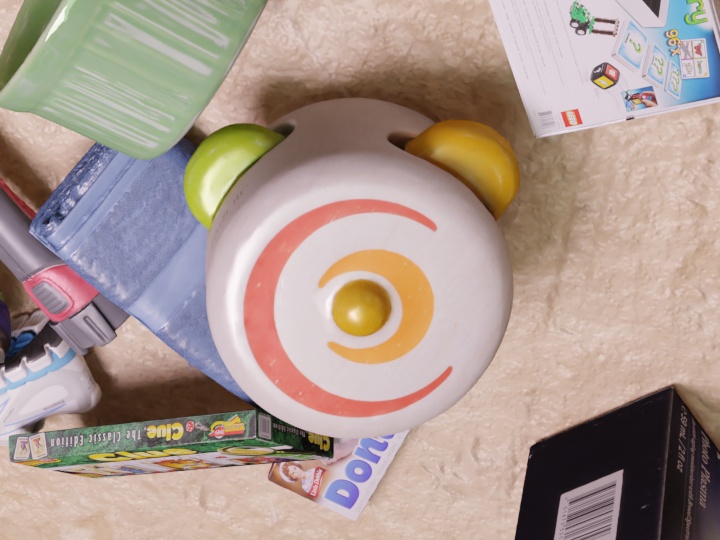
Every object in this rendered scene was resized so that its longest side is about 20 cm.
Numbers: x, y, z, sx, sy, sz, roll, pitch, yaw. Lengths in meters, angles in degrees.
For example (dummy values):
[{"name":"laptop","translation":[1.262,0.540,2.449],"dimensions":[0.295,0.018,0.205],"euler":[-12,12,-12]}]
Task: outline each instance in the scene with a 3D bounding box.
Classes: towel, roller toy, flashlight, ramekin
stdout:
[{"name":"towel","translation":[-0.104,-0.006,1.355],"dimensions":[0.200,0.049,0.112],"euler":[40,94,-18]},{"name":"roller toy","translation":[0.000,0.000,1.265],"dimensions":[0.198,0.140,0.184],"euler":[-7,113,-1]},{"name":"flashlight","translation":[-0.223,-0.038,1.370],"dimensions":[0.068,0.068,0.200],"euler":[-42,107,-10]},{"name":"ramekin","translation":[-0.118,-0.160,1.174],"dimensions":[0.097,0.201,0.200],"euler":[28,128,-17]}]

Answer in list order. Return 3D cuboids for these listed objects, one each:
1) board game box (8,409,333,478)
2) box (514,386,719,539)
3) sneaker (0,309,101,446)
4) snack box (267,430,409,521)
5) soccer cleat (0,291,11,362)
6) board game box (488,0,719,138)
[{"name":"board game box","translation":[-0.129,0.119,1.430],"dimensions":[0.199,0.024,0.105],"euler":[-8,162,29]},{"name":"box","translation":[0.200,0.222,1.369],"dimensions":[0.123,0.201,0.199],"euler":[-25,117,27]},{"name":"sneaker","translation":[-0.270,0.100,1.476],"dimensions":[0.199,0.075,0.087],"euler":[-17,126,24]},{"name":"snack box","translation":[0.005,0.085,1.425],"dimensions":[0.072,0.024,0.201],"euler":[25,128,-4]},{"name":"soccer cleat","translation":[-0.288,-0.013,1.371],"dimensions":[0.064,0.084,0.201],"euler":[-22,134,3]},{"name":"board game box","translation":[0.132,-0.177,1.197],"dimensions":[0.125,0.035,0.201],"euler":[-10,122,19]}]
